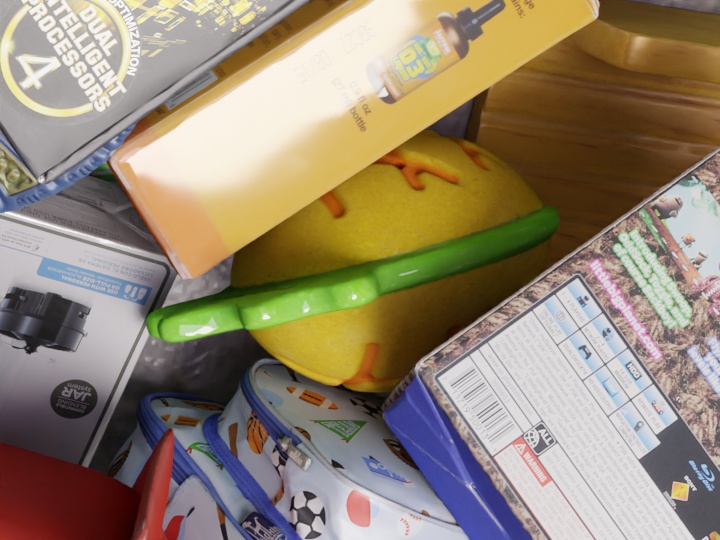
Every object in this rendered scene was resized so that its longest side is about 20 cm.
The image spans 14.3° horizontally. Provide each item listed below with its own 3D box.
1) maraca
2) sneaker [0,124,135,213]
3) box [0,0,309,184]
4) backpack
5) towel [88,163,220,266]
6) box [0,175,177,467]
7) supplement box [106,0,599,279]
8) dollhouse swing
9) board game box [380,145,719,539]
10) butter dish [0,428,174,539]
[{"bbox_3d":[0.000,0.000,1.183,0.200,0.137,0.108,-19,94,-51],"label":"maraca"},{"bbox_3d":[-0.101,-0.100,1.110,0.200,0.088,0.075,-39,109,11],"label":"sneaker"},{"bbox_3d":[-0.097,-0.153,0.944,0.161,0.049,0.201,-35,117,-5],"label":"box"},{"bbox_3d":[-0.027,0.124,1.217,0.200,0.190,0.155,29,92,-44],"label":"backpack"},{"bbox_3d":[-0.161,-0.051,1.201,0.199,0.023,0.154,-11,114,-13],"label":"towel"},{"bbox_3d":[-0.167,0.052,1.202,0.116,0.060,0.201,17,113,-25],"label":"box"},{"bbox_3d":[-0.009,-0.083,1.142,0.199,0.069,0.067,-32,118,-1],"label":"supplement box"},{"bbox_3d":[0.149,0.008,1.238,0.181,0.176,0.201,7,109,-20],"label":"dollhouse swing"},{"bbox_3d":[0.136,0.054,1.123,0.199,0.097,0.160,-34,85,-13],"label":"board game box"},{"bbox_3d":[-0.167,0.139,1.078,0.147,0.199,0.201,27,99,-4],"label":"butter dish"}]
